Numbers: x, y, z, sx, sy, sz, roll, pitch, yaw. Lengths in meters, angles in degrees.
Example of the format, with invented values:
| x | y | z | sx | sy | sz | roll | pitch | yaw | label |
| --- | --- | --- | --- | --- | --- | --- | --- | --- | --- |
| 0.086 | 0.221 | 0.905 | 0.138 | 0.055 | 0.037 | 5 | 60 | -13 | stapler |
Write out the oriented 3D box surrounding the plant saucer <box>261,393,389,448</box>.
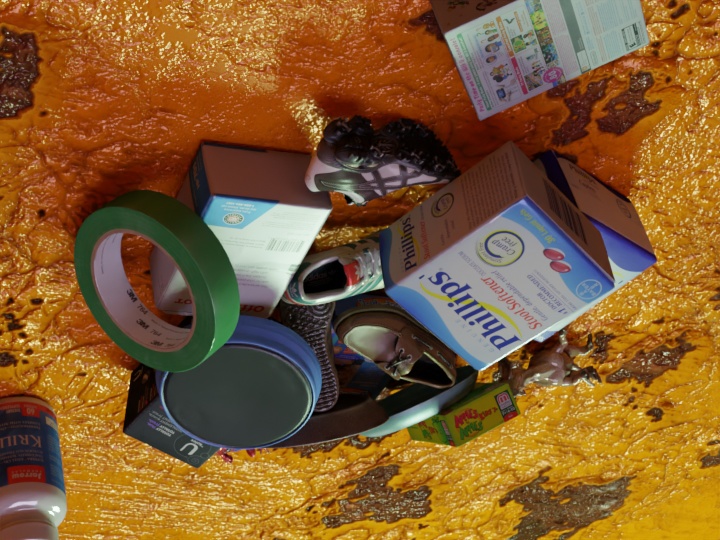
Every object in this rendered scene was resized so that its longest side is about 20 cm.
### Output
| x | y | z | sx | sy | sz | roll | pitch | yaw | label |
| --- | --- | --- | --- | --- | --- | --- | --- | --- | --- |
| -0.063 | 0.191 | 1.796 | 0.198 | 0.035 | 0.200 | -9 | -177 | 0 | plant saucer |

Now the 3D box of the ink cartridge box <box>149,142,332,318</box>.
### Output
| x | y | z | sx | sy | sz | roll | pitch | yaw | label |
| --- | --- | --- | --- | --- | --- | --- | --- | --- | --- |
| -0.140 | -0.040 | 1.567 | 0.145 | 0.087 | 0.201 | 5 | 140 | -27 | ink cartridge box |

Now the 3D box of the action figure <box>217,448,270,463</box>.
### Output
| x | y | z | sx | sy | sz | roll | pitch | yaw | label |
| --- | --- | --- | --- | --- | --- | --- | --- | --- | --- |
| -0.164 | 0.234 | 1.892 | 0.065 | 0.052 | 0.200 | -20 | 167 | 12 | action figure |

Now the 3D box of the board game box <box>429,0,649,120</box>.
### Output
| x | y | z | sx | sy | sz | roll | pitch | yaw | label |
| --- | --- | --- | --- | --- | --- | --- | --- | --- | --- |
| 0.187 | -0.258 | 1.435 | 0.198 | 0.065 | 0.148 | -24 | 143 | 6 | board game box |

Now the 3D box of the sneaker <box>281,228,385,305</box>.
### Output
| x | y | z | sx | sy | sz | roll | pitch | yaw | label |
| --- | --- | --- | --- | --- | --- | --- | --- | --- | --- |
| -0.001 | 0.000 | 1.645 | 0.198 | 0.093 | 0.071 | -16 | 101 | -14 | sneaker |

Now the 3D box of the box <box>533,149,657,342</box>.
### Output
| x | y | z | sx | sy | sz | roll | pitch | yaw | label |
| --- | --- | --- | --- | --- | --- | --- | --- | --- | --- |
| 0.231 | -0.025 | 1.727 | 0.200 | 0.106 | 0.183 | -39 | 140 | 26 | box |

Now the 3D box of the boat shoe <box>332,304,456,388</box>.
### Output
| x | y | z | sx | sy | sz | roll | pitch | yaw | label |
| --- | --- | --- | --- | --- | --- | --- | --- | --- | --- |
| 0.052 | 0.100 | 1.773 | 0.199 | 0.068 | 0.072 | 17 | 130 | -38 | boat shoe |

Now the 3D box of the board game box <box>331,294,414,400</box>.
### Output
| x | y | z | sx | sy | sz | roll | pitch | yaw | label |
| --- | --- | --- | --- | --- | --- | --- | --- | --- | --- |
| -0.015 | 0.111 | 1.854 | 0.151 | 0.045 | 0.200 | 7 | 137 | -31 | board game box |

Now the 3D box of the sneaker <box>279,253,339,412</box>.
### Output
| x | y | z | sx | sy | sz | roll | pitch | yaw | label |
| --- | --- | --- | --- | --- | --- | --- | --- | --- | --- |
| -0.068 | 0.073 | 1.729 | 0.070 | 0.076 | 0.202 | -6 | 103 | -11 | sneaker |

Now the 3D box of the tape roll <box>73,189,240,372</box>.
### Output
| x | y | z | sx | sy | sz | roll | pitch | yaw | label |
| --- | --- | --- | --- | --- | --- | --- | --- | --- | --- |
| -0.224 | 0.012 | 1.519 | 0.048 | 0.200 | 0.201 | -38 | 166 | -46 | tape roll |

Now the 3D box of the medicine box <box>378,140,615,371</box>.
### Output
| x | y | z | sx | sy | sz | roll | pitch | yaw | label |
| --- | --- | --- | --- | --- | --- | --- | --- | --- | --- |
| 0.152 | -0.012 | 1.567 | 0.199 | 0.104 | 0.182 | -35 | 125 | 23 | medicine box |

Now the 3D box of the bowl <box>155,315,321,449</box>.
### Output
| x | y | z | sx | sy | sz | roll | pitch | yaw | label |
| --- | --- | --- | --- | --- | --- | --- | --- | --- | --- |
| -0.145 | 0.138 | 1.645 | 0.198 | 0.040 | 0.202 | -1 | 132 | -1 | bowl |

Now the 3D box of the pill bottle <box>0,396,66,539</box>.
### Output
| x | y | z | sx | sy | sz | roll | pitch | yaw | label |
| --- | --- | --- | --- | --- | --- | --- | --- | --- | --- |
| -0.432 | 0.272 | 1.760 | 0.111 | 0.201 | 0.113 | -11 | 144 | -8 | pill bottle |

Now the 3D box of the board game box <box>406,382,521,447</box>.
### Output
| x | y | z | sx | sy | sz | roll | pitch | yaw | label |
| --- | --- | --- | --- | --- | --- | --- | --- | --- | --- |
| 0.134 | 0.197 | 1.914 | 0.101 | 0.048 | 0.200 | -26 | -177 | -16 | board game box |

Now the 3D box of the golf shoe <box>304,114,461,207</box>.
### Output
| x | y | z | sx | sy | sz | roll | pitch | yaw | label |
| --- | --- | --- | --- | --- | --- | --- | --- | --- | --- |
| 0.022 | -0.116 | 1.535 | 0.199 | 0.078 | 0.095 | 7 | 139 | -39 | golf shoe |

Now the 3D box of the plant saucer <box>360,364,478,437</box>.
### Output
| x | y | z | sx | sy | sz | roll | pitch | yaw | label |
| --- | --- | --- | --- | --- | --- | --- | --- | --- | --- |
| 0.076 | 0.183 | 1.902 | 0.198 | 0.028 | 0.200 | -24 | -178 | 1 | plant saucer |

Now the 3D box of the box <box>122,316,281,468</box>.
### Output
| x | y | z | sx | sy | sz | roll | pitch | yaw | label |
| --- | --- | --- | --- | --- | --- | --- | --- | --- | --- |
| -0.193 | 0.137 | 1.743 | 0.122 | 0.107 | 0.200 | 31 | 125 | -26 | box |

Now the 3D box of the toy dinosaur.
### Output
| x | y | z | sx | sy | sz | roll | pitch | yaw | label |
| --- | --- | --- | --- | --- | --- | --- | --- | --- | --- |
| 0.264 | 0.140 | 1.987 | 0.135 | 0.087 | 0.199 | -23 | 162 | 25 | toy dinosaur |
